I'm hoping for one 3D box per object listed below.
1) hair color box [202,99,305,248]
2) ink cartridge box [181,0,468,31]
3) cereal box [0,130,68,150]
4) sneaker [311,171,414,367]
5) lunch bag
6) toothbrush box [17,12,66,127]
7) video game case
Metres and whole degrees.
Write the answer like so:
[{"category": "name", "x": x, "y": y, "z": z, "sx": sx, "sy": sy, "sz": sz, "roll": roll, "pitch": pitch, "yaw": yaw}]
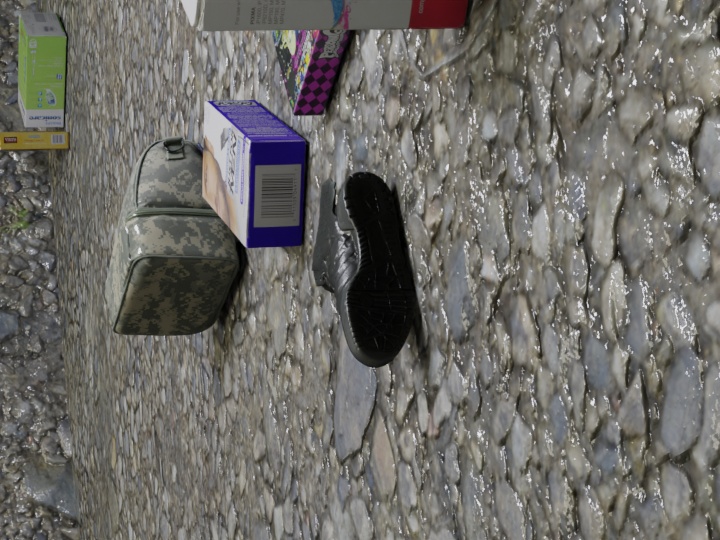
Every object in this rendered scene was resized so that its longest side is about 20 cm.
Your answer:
[{"category": "hair color box", "x": -0.113, "y": -0.103, "z": 1.571, "sx": 0.200, "sy": 0.064, "sz": 0.111, "roll": -135, "pitch": 45, "yaw": -66}, {"category": "ink cartridge box", "x": -0.033, "y": -0.238, "z": 1.099, "sx": 0.148, "sy": 0.198, "sz": 0.086, "roll": -118, "pitch": 32, "yaw": -52}, {"category": "cereal box", "x": -0.689, "y": -0.269, "z": 3.172, "sx": 0.200, "sy": 0.142, "sz": 0.040, "roll": -169, "pitch": 77, "yaw": -72}, {"category": "sneaker", "x": -0.003, "y": 0.000, "z": 1.260, "sx": 0.104, "sy": 0.059, "sz": 0.202, "roll": 124, "pitch": 146, "yaw": -59}, {"category": "lunch bag", "x": -0.226, "y": -0.039, "z": 1.797, "sx": 0.201, "sy": 0.138, "sz": 0.169, "roll": 118, "pitch": 145, "yaw": -54}, {"category": "toothbrush box", "x": -0.662, "y": -0.416, "z": 3.164, "sx": 0.146, "sy": 0.085, "sz": 0.202, "roll": -123, "pitch": 36, "yaw": -57}, {"category": "video game case", "x": -0.044, "y": -0.274, "z": 1.386, "sx": 0.201, "sy": 0.035, "sz": 0.183, "roll": 113, "pitch": 150, "yaw": -51}]
